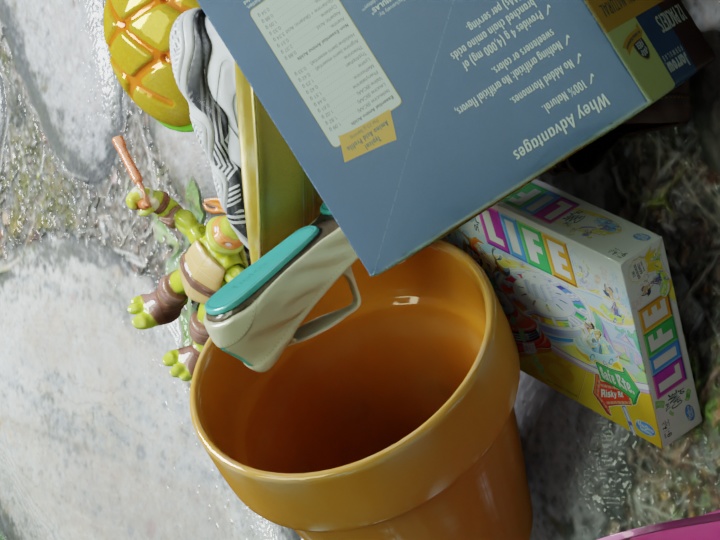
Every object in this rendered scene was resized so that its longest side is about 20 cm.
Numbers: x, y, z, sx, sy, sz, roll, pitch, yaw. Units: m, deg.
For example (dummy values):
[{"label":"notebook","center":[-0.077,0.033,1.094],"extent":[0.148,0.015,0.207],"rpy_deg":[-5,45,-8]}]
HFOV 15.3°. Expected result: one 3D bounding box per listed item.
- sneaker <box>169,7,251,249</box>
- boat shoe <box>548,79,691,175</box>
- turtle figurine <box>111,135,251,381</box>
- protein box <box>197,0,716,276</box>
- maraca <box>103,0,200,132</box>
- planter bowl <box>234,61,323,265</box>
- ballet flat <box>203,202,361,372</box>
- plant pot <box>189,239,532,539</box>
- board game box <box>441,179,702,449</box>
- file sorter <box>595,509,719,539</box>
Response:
[{"label":"sneaker","center":[-0.046,-0.095,1.834],"extent":[0.115,0.075,0.201],"rpy_deg":[-12,112,28]},{"label":"boat shoe","center":[0.124,-0.092,1.609],"extent":[0.200,0.070,0.071],"rpy_deg":[-23,78,57]},{"label":"turtle figurine","center":[-0.119,-0.003,1.958],"extent":[0.200,0.064,0.161],"rpy_deg":[43,141,9]},{"label":"protein box","center":[0.051,-0.140,1.489],"extent":[0.198,0.135,0.200],"rpy_deg":[-32,90,27]},{"label":"maraca","center":[-0.127,-0.199,1.914],"extent":[0.137,0.107,0.201],"rpy_deg":[10,103,46]},{"label":"planter bowl","center":[-0.033,-0.095,1.703],"extent":[0.200,0.083,0.201],"rpy_deg":[177,90,-85]},{"label":"ballet flat","center":[-0.009,-0.014,1.621],"extent":[0.069,0.200,0.069],"rpy_deg":[46,170,10]},{"label":"plant pot","center":[0.020,0.110,1.667],"extent":[0.200,0.200,0.184],"rpy_deg":[34,159,47]},{"label":"board game box","center":[0.117,0.012,1.620],"extent":[0.200,0.034,0.135],"rpy_deg":[28,142,49]},{"label":"file sorter","center":[0.184,0.244,1.527],"extent":[0.139,0.125,0.201],"rpy_deg":[-26,73,52]}]
